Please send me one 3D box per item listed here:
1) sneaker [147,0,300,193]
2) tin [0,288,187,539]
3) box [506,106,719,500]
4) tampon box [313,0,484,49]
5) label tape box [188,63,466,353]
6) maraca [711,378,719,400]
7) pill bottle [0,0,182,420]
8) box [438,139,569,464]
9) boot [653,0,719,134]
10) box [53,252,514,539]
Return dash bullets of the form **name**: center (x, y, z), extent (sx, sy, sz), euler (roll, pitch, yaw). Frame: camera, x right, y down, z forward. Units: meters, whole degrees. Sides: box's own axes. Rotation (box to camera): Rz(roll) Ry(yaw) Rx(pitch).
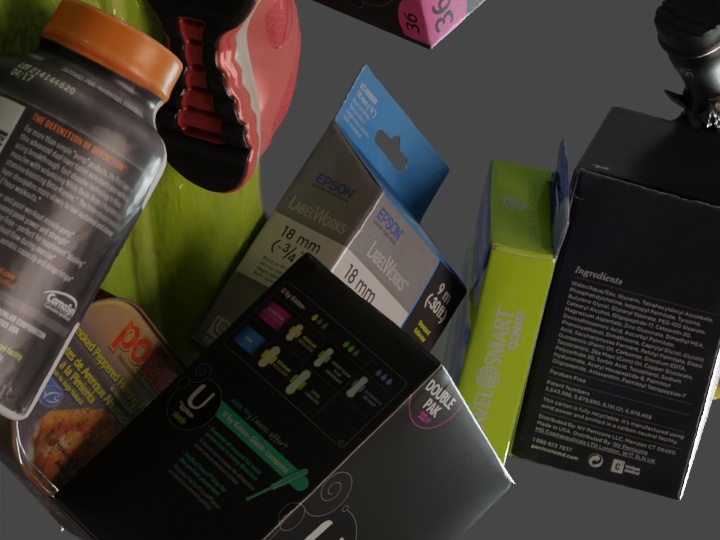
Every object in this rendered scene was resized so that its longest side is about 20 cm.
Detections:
- **sneaker**: center (-0.069, -0.145, 1.564), extent (0.087, 0.074, 0.201), euler (-47, 149, -49)
- **tin**: center (-0.146, 0.083, 1.615), extent (0.112, 0.042, 0.200), euler (-51, 145, -14)
- **box**: center (0.185, 0.017, 1.893), extent (0.200, 0.124, 0.197), euler (-52, 154, -71)
- **tampon box**: center (0.043, -0.250, 1.582), extent (0.200, 0.126, 0.150), euler (-44, 141, -28)
- **label tape box**: center (0.000, 0.000, 1.740), extent (0.200, 0.063, 0.144), euler (-58, 147, -10)
- **maraca**: center (0.262, 0.021, 2.083), extent (0.200, 0.107, 0.137), euler (-36, 145, -50)
- **pill bottle**: center (-0.166, -0.035, 1.448), extent (0.200, 0.106, 0.106), euler (-61, 147, -6)
- **box**: center (0.086, 0.026, 1.818), extent (0.122, 0.047, 0.201), euler (-86, -172, -62)
- **boot**: center (0.285, -0.161, 2.026), extent (0.198, 0.073, 0.163), euler (-43, 139, -19)
- **box**: center (-0.040, 0.122, 1.612), extent (0.200, 0.124, 0.149), euler (-44, 144, -10)
